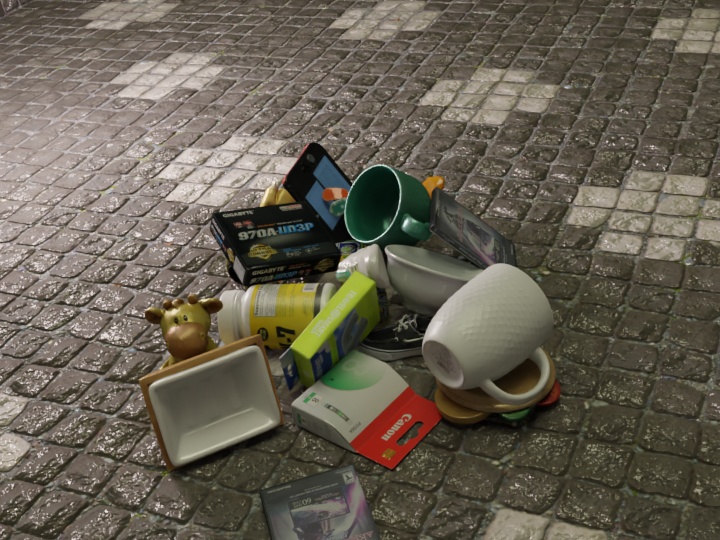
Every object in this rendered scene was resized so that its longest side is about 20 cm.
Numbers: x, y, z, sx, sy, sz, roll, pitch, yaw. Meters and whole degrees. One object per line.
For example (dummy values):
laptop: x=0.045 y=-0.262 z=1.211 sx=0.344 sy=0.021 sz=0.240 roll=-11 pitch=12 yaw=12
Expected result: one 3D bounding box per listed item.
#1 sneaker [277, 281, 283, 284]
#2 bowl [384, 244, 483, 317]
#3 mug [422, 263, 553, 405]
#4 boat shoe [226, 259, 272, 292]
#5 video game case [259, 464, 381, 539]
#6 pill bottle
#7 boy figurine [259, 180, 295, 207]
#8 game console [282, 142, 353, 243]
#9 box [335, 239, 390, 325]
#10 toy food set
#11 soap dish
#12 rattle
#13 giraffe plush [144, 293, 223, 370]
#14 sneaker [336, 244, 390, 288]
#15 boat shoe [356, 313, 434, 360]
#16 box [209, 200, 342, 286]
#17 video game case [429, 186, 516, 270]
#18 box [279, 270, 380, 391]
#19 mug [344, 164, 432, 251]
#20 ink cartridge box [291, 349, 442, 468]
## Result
sneaker: x=-0.146 y=-0.049 z=1.918 sx=0.078 sy=0.077 sz=0.200 roll=-47 pitch=10 yaw=20
bowl: x=0.128 y=0.027 z=1.737 sx=0.199 sy=0.091 sz=0.201 roll=15 pitch=12 yaw=-3
mug: x=0.201 y=0.114 z=1.499 sx=0.175 sy=0.148 sz=0.200 roll=-34 pitch=73 yaw=-29
boat shoe: x=-0.228 y=-0.006 z=1.913 sx=0.060 sy=0.072 sz=0.201 roll=-15 pitch=36 yaw=-19
video game case: x=-0.052 y=0.358 z=1.360 sx=0.142 sy=0.019 sz=0.200 roll=-14 pitch=33 yaw=-9
pill bottle: x=-0.141 y=0.081 z=1.725 sx=0.198 sy=0.115 sz=0.115 roll=-2 pitch=33 yaw=11
boy figurine: x=-0.160 y=-0.123 z=2.049 sx=0.200 sy=0.124 sz=0.064 roll=-47 pitch=32 yaw=-6
game console: x=-0.065 y=-0.150 z=2.002 sx=0.031 sy=0.200 sz=0.177 roll=-29 pitch=20 yaw=31
box: x=0.000 y=0.022 z=1.824 sx=0.064 sy=0.071 sz=0.200 roll=-13 pitch=33 yaw=-7
toy food set: x=0.217 y=0.168 z=1.570 sx=0.196 sy=0.049 sz=0.201 roll=-1 pitch=33 yaw=6
soap dish: x=-0.232 y=0.201 z=1.537 sx=0.199 sy=0.159 sz=0.081 roll=-20 pitch=18 yaw=-19
rattle: x=0.044 y=-0.151 z=1.956 sx=0.199 sy=0.143 sz=0.131 roll=28 pitch=52 yaw=-18
giraffe plush: x=-0.274 y=0.127 z=1.638 sx=0.172 sy=0.163 sz=0.200 roll=-24 pitch=37 yaw=-23
sneaker: x=0.000 y=0.000 z=1.696 sx=0.088 sy=0.076 sz=0.200 roll=-14 pitch=4 yaw=-1
boat shoe: x=0.088 y=0.106 z=1.678 sx=0.198 sy=0.068 sz=0.072 roll=-2 pitch=33 yaw=11
box: x=-0.156 y=-0.052 z=1.815 sx=0.198 sy=0.046 sz=0.159 roll=-9 pitch=47 yaw=-31
video game case: x=0.210 y=-0.061 z=1.830 sx=0.199 sy=0.019 sz=0.143 roll=36 pitch=30 yaw=-16
box: x=-0.046 y=0.109 z=1.616 sx=0.047 sy=0.122 sz=0.200 roll=31 pitch=64 yaw=23
mug: x=0.065 y=-0.098 z=1.856 sx=0.114 sy=0.152 sz=0.186 roll=18 pitch=44 yaw=-42
ink cartridge box: x=0.015 y=0.214 z=1.552 sx=0.199 sy=0.050 sz=0.161 roll=17 pitch=41 yaw=36
